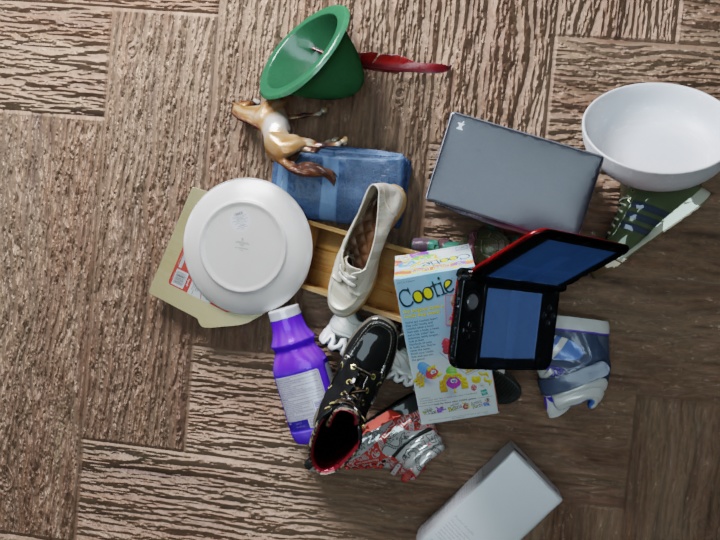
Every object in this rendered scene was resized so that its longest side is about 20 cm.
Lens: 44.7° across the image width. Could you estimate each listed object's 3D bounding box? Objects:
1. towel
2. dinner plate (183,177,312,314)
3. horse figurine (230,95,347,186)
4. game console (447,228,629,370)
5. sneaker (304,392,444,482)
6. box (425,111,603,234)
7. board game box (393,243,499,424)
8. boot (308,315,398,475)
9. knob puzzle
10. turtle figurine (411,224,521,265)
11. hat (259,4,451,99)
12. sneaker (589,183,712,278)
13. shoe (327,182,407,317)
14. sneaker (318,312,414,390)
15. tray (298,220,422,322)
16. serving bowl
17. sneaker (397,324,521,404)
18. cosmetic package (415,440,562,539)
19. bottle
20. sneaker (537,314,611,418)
[{"bbox_3d":[-0.030,-0.125,1.277,0.199,0.049,0.112,7,94,7],"label":"towel"},{"bbox_3d":[-0.168,-0.035,1.274,0.199,0.024,0.201,0,92,12],"label":"dinner plate"},{"bbox_3d":[-0.099,-0.198,1.249,0.132,0.050,0.200,-17,56,-13],"label":"horse figurine"},{"bbox_3d":[0.217,0.042,1.053,0.118,0.200,0.173,6,89,47],"label":"game console"},{"bbox_3d":[0.024,0.273,1.280,0.201,0.067,0.108,-31,86,5],"label":"sneaker"},{"bbox_3d":[0.199,-0.119,1.173,0.199,0.198,0.124,18,95,7],"label":"box"},{"bbox_3d":[0.111,0.081,1.136,0.104,0.103,0.201,-9,107,6],"label":"board game box"},{"bbox_3d":[-0.010,0.166,1.164,0.073,0.151,0.200,30,103,-4],"label":"boot"},{"bbox_3d":[-0.193,-0.006,1.310,0.219,0.030,0.221,0,91,10],"label":"knob puzzle"},{"bbox_3d":[0.169,-0.014,1.216,0.199,0.101,0.150,-7,51,25],"label":"turtle figurine"},{"bbox_3d":[-0.018,-0.265,1.264,0.176,0.200,0.166,38,62,-33],"label":"hat"},{"bbox_3d":[0.381,-0.080,1.221,0.200,0.067,0.090,-36,87,2],"label":"sneaker"},{"bbox_3d":[-0.002,-0.029,1.199,0.070,0.053,0.201,29,101,29],"label":"shoe"},{"bbox_3d":[0.042,0.114,1.271,0.200,0.075,0.081,27,87,5],"label":"sneaker"},{"bbox_3d":[0.000,0.000,1.248,0.200,0.037,0.099,18,96,31],"label":"tray"},{"bbox_3d":[0.397,-0.170,1.176,0.199,0.200,0.066,0,136,7],"label":"serving bowl"},{"bbox_3d":[0.150,0.114,1.252,0.200,0.089,0.074,33,134,-9],"label":"sneaker"},{"bbox_3d":[0.183,0.353,1.262,0.200,0.074,0.102,-44,87,5],"label":"cosmetic package"},{"bbox_3d":[-0.085,0.150,1.283,0.083,0.065,0.201,-16,93,16],"label":"bottle"},{"bbox_3d":[0.252,0.134,1.237,0.199,0.081,0.147,5,89,1],"label":"sneaker"}]
